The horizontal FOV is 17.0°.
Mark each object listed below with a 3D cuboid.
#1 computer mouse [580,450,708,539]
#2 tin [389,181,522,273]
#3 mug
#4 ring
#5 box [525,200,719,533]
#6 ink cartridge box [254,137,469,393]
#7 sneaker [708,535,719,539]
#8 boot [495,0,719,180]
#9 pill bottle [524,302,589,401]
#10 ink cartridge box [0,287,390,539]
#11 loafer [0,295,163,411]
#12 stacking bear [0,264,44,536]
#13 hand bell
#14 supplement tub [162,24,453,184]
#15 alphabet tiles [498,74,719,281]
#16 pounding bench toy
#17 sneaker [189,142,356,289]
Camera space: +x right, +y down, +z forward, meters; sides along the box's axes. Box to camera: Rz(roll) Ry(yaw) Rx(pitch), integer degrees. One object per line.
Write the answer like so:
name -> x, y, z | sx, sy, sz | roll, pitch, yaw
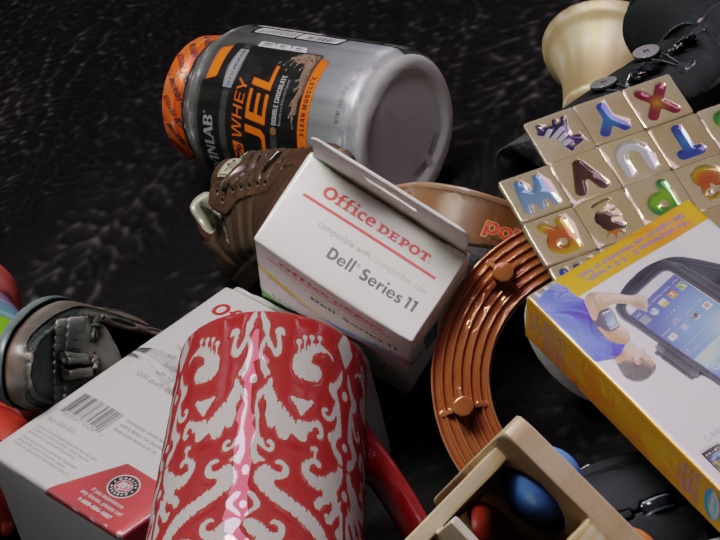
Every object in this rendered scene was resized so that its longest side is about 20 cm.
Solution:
computer mouse -> 0.139, 0.112, 1.333 | 0.199, 0.046, 0.141 | -18, 72, -3
tin -> 0.052, -0.019, 1.555 | 0.200, 0.112, 0.042 | -6, 60, 65
mug -> -0.043, 0.144, 1.330 | 0.133, 0.177, 0.201 | -23, 47, 32
ring -> 0.140, 0.061, 1.385 | 0.199, 0.019, 0.201 | -1, 75, 5
box -> 0.195, 0.058, 1.293 | 0.119, 0.042, 0.200 | -30, 53, -21
ink cartridge box -> 0.000, 0.000, 1.452 | 0.117, 0.200, 0.067 | 32, 77, 8
sneaker -> 0.209, 0.170, 1.279 | 0.199, 0.071, 0.093 | -13, 14, 9
boot -> 0.164, -0.109, 1.531 | 0.200, 0.066, 0.165 | -41, 19, -22
pill bottle -> 0.195, -0.009, 1.496 | 0.119, 0.120, 0.200 | 14, 42, 39
ink cartridge box -> -0.102, 0.112, 1.477 | 0.200, 0.083, 0.147 | -35, 37, -27
loafer -> -0.170, 0.053, 1.549 | 0.063, 0.072, 0.200 | 7, 5, 17
stacking bear -> -0.258, 0.086, 1.570 | 0.113, 0.122, 0.200 | -5, 38, -18
hand bell -> 0.165, -0.085, 1.687 | 0.104, 0.104, 0.200 | -3, 47, 20
supplement tub -> -0.042, -0.114, 1.764 | 0.199, 0.123, 0.122 | 12, 41, 38
alphabet tiles -> 0.182, -0.028, 1.391 | 0.166, 0.006, 0.200 | -19, 57, -14
pounding bench toy -> 0.091, 0.198, 1.172 | 0.200, 0.124, 0.156 | 45, 64, 5
sneaker -> -0.069, -0.047, 1.619 | 0.070, 0.076, 0.200 | -46, 0, -29
